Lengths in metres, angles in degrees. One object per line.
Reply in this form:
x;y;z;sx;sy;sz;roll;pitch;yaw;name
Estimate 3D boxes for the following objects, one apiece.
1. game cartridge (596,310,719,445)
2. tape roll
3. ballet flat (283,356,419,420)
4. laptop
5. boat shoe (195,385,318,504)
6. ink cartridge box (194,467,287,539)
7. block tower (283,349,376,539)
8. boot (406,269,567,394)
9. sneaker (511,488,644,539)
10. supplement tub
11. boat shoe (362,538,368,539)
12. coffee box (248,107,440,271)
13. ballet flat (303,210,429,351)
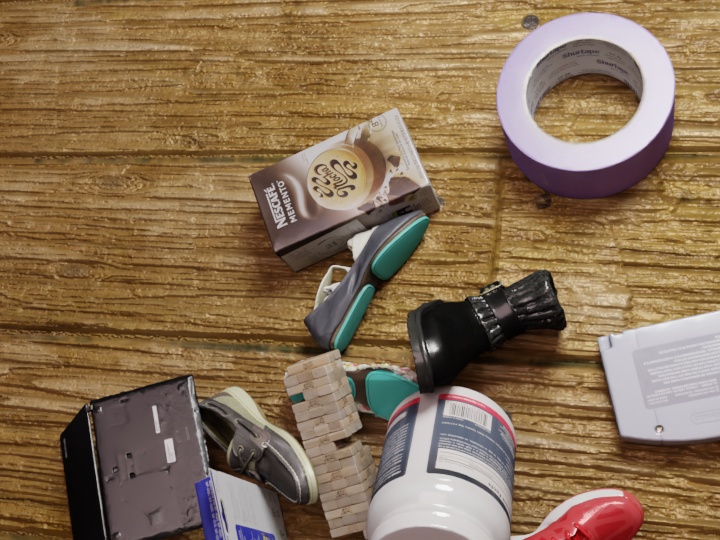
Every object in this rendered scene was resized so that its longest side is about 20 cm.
0.363;0.114;1.101;0.199;0.040;0.134;-13;65;11;game cartridge
0.262;-0.190;1.208;0.199;0.085;0.201;-5;71;15;tape roll
0.010;0.128;1.180;0.199;0.064;0.076;9;114;17;ballet flat
-0.264;0.240;1.215;0.199;0.103;0.178;-16;68;1;laptop
-0.120;0.201;1.159;0.066;0.072;0.201;-16;36;-31;boat shoe
-0.126;0.272;1.095;0.039;0.200;0.100;-19;66;8;ink cartridge box
-0.026;0.193;1.136;0.058;0.054;0.201;-19;89;20;block tower
0.136;0.059;1.101;0.157;0.211;0.080;-11;102;15;boot
0.195;0.296;1.033;0.200;0.116;0.078;-32;97;12;sneaker
0.083;0.225;1.041;0.140;0.141;0.200;-4;32;14;supplement tub
-0.011;0.344;1.116;0.201;0.074;0.063;-29;102;-6;boat shoe
-0.020;-0.095;1.256;0.200;0.080;0.113;-24;68;7;coffee box
0.000;0.000;1.226;0.073;0.073;0.200;33;85;23;ballet flat
